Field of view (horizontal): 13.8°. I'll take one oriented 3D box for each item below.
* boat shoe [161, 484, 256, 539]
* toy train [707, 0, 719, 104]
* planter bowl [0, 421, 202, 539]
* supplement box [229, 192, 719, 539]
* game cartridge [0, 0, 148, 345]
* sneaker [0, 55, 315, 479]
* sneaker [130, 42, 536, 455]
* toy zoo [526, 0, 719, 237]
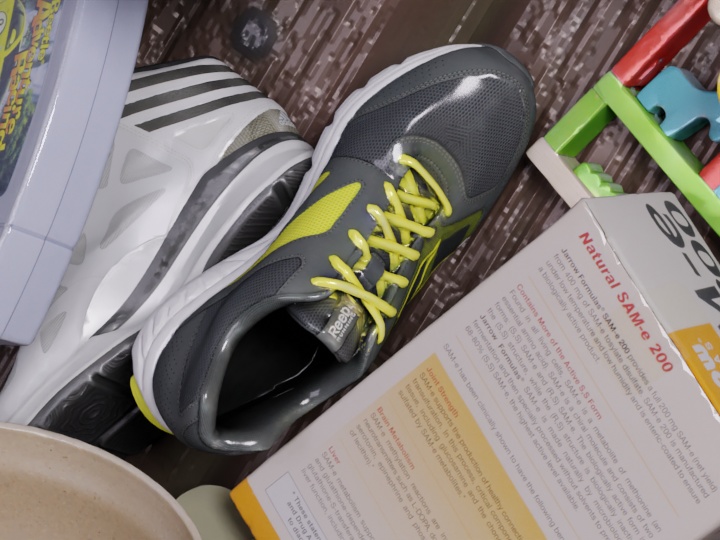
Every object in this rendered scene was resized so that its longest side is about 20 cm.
[{"bbox_3d":[-0.019,0.179,1.178,0.201,0.074,0.063,49,135,12],"label":"boat shoe"},{"bbox_3d":[0.192,-0.101,1.064,0.150,0.056,0.200,-30,79,21],"label":"toy train"},{"bbox_3d":[-0.161,0.164,1.125,0.200,0.200,0.135,22,123,25],"label":"planter bowl"},{"bbox_3d":[0.063,0.078,1.120,0.200,0.073,0.126,-40,72,29],"label":"supplement box"},{"bbox_3d":[-0.142,-0.069,1.208,0.133,0.041,0.200,2,74,51],"label":"game cartridge"},{"bbox_3d":[-0.105,-0.004,1.229,0.201,0.076,0.115,-47,61,9],"label":"sneaker"},{"bbox_3d":[0.000,0.000,1.136,0.074,0.085,0.200,41,93,-24],"label":"sneaker"},{"bbox_3d":[0.172,-0.064,1.111,0.200,0.020,0.131,-45,70,18],"label":"toy zoo"}]
